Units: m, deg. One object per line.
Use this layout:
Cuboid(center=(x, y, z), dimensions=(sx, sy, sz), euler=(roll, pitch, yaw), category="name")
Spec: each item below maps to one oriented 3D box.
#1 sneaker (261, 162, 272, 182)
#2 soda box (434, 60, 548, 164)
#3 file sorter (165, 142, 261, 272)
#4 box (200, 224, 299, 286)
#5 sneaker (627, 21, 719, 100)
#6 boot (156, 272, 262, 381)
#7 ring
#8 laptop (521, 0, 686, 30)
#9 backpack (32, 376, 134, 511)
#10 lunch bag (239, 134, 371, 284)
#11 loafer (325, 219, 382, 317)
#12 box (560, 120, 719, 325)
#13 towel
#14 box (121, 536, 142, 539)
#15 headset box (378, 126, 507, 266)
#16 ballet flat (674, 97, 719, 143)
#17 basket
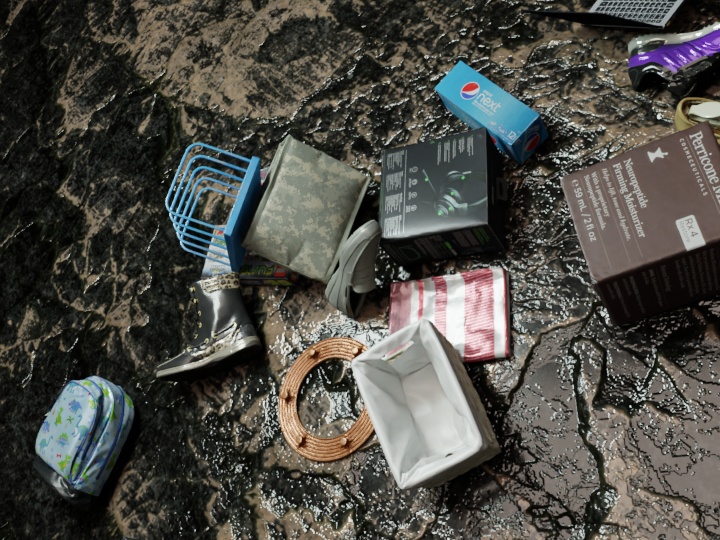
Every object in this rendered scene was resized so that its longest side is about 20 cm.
Cuboid(center=(-0.132, -0.171, 1.444), dimensions=(0.197, 0.081, 0.076), euler=(-8, 56, 24), category="sneaker")
Cuboid(center=(0.215, -0.263, 1.299), dimensions=(0.068, 0.064, 0.200), euler=(-45, 54, 2), category="soda box")
Cuboid(center=(-0.246, -0.106, 1.336), dimensions=(0.121, 0.200, 0.141), euler=(18, 72, -1), category="file sorter")
Cuboid(center=(-0.194, -0.029, 1.437), dimensions=(0.197, 0.035, 0.112), euler=(1, 68, 30), category="box")
Cuboid(center=(0.495, -0.300, 1.161), dimensions=(0.197, 0.069, 0.101), euler=(0, 72, 35), category="sneaker")
Cuboid(center=(-0.277, 0.102, 1.384), dimensions=(0.197, 0.073, 0.153), euler=(-22, 69, 15), category="boot")
Cuboid(center=(-0.051, 0.202, 1.256), dimensions=(0.197, 0.019, 0.204), euler=(-13, 61, 24), category="ring")
Cuboid(center=(0.392, -0.435, 1.213), dimensions=(0.201, 0.116, 0.187), euler=(-52, 32, -2), category="laptop")
Cuboid(center=(-0.490, 0.292, 1.401), dimensions=(0.162, 0.154, 0.201), euler=(22, 66, 42), category="backpack")
Cuboid(center=(-0.096, -0.094, 1.319), dimensions=(0.203, 0.162, 0.117), euler=(-68, 14, -8), category="lunch bag")
Cuboid(center=(0.000, 0.000, 1.239), dimensions=(0.070, 0.201, 0.070), euler=(-34, 69, -33), category="loafer")
Cuboid(center=(0.393, -0.055, 1.036), dimensions=(0.197, 0.164, 0.168), euler=(-21, 58, 19), category="box")
Cuboid(center=(0.133, 0.075, 1.211), dimensions=(0.197, 0.023, 0.146), euler=(-9, 64, 26), category="towel")
Cuboid(center=(-0.331, 0.536, 1.220), dimensions=(0.199, 0.079, 0.142), euler=(28, 80, 36), category="box")
Cuboid(center=(0.135, -0.117, 1.256), dimensions=(0.197, 0.093, 0.177), euler=(-10, 62, 25), category="headset box")
Cuboid(center=(0.531, -0.197, 1.088), dimensions=(0.198, 0.063, 0.069), euler=(20, 78, 35), category="ballet flat")
Cuboid(center=(0.095, 0.194, 1.103), dimensions=(0.134, 0.123, 0.202), euler=(-30, 61, 14), category="basket")
